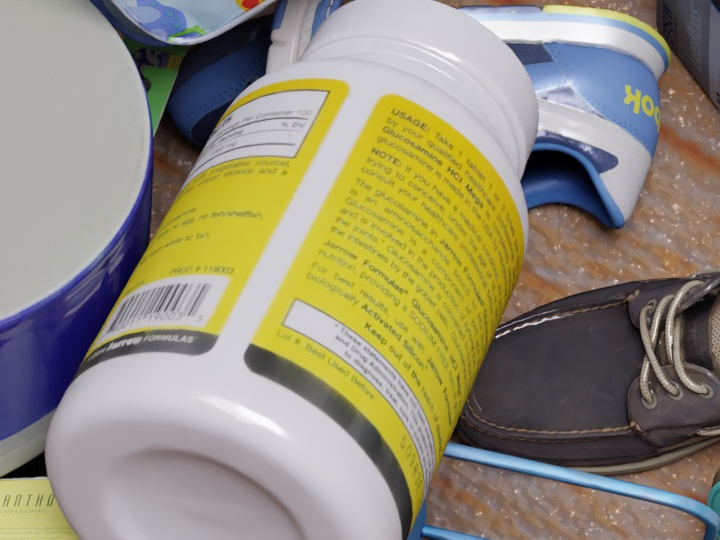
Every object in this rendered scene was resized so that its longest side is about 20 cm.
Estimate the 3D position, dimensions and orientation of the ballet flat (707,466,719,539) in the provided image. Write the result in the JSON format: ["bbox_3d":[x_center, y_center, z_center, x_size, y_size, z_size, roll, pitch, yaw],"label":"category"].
[{"bbox_3d":[0.210,0.134,0.940,0.072,0.068,0.200,-32,69,-27],"label":"ballet flat"}]

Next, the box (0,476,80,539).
[{"bbox_3d":[-0.103,0.159,0.895,0.075,0.201,0.050,-1,38,5],"label":"box"}]

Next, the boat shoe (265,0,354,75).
[{"bbox_3d":[0.000,0.000,0.967,0.072,0.072,0.202,5,105,12],"label":"boat shoe"}]

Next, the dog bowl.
[{"bbox_3d":[-0.168,-0.024,0.872,0.198,0.079,0.201,5,49,-5],"label":"dog bowl"}]

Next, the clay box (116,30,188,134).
[{"bbox_3d":[-0.145,-0.078,1.032,0.199,0.048,0.116,10,71,29],"label":"clay box"}]

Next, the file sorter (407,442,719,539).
[{"bbox_3d":[0.044,0.172,0.904,0.122,0.139,0.201,11,72,7],"label":"file sorter"}]

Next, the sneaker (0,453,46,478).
[{"bbox_3d":[-0.212,0.084,0.907,0.198,0.104,0.060,-17,69,1],"label":"sneaker"}]

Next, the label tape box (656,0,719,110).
[{"bbox_3d":[0.153,-0.110,0.987,0.066,0.143,0.200,-34,70,-6],"label":"label tape box"}]

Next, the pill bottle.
[{"bbox_3d":[-0.012,0.007,0.839,0.112,0.113,0.201,16,49,12],"label":"pill bottle"}]

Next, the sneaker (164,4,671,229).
[{"bbox_3d":[0.020,-0.055,1.022,0.198,0.074,0.083,-1,72,8],"label":"sneaker"}]

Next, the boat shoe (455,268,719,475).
[{"bbox_3d":[0.129,0.027,0.978,0.198,0.073,0.075,-9,69,3],"label":"boat shoe"}]

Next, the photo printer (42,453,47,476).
[{"bbox_3d":[-0.195,0.098,0.993,0.198,0.070,0.168,-5,70,5],"label":"photo printer"}]

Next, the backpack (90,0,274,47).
[{"bbox_3d":[-0.042,-0.185,0.877,0.199,0.183,0.147,-35,34,10],"label":"backpack"}]
